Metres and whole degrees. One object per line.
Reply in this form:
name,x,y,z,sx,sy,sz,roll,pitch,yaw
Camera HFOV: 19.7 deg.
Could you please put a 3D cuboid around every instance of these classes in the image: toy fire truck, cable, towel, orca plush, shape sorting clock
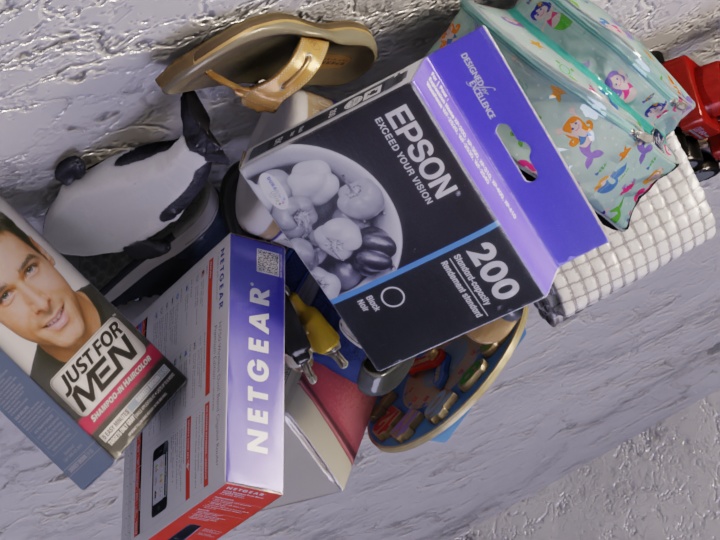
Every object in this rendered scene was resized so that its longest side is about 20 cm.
toy fire truck,0.341,-0.174,1.843,0.198,0.130,0.176,-19,167,21
cable,-0.083,0.012,1.647,0.096,0.202,0.050,-23,-164,-8
towel,0.182,-0.077,1.734,0.165,0.201,0.086,-27,175,-11
orca plush,-0.164,-0.079,1.532,0.105,0.071,0.200,30,138,-12
shape sorting clock,0.078,0.086,1.911,0.200,0.039,0.201,-44,-159,22

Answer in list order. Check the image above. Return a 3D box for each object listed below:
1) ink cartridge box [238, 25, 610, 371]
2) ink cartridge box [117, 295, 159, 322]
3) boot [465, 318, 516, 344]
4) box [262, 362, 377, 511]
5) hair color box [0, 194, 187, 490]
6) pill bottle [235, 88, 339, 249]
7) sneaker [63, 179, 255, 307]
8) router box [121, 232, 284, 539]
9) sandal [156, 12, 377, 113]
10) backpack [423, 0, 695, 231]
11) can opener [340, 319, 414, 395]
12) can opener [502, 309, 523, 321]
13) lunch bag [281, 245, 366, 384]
ink cartridge box,0.048,-0.045,1.470,0.199,0.199,0.044,-26,-154,18
ink cartridge box,-0.152,0.049,1.776,0.144,0.048,0.200,-24,-166,3
boot,0.106,-0.002,1.906,0.070,0.203,0.144,17,152,-13
box,-0.065,0.112,1.935,0.127,0.109,0.201,-16,-146,32
hair color box,-0.234,0.051,1.509,0.061,0.200,0.099,-42,-174,47
pill bottle,0.014,-0.056,1.572,0.198,0.117,0.116,18,148,-18
sneaker,-0.170,0.012,1.689,0.201,0.077,0.146,-29,147,15
router box,-0.120,0.101,1.558,0.048,0.202,0.179,14,150,-27
sandal,-0.055,-0.139,1.459,0.199,0.054,0.080,-6,156,-48
backpack,0.143,-0.130,1.559,0.199,0.178,0.151,13,117,-53
can opener,0.052,0.035,1.644,0.199,0.052,0.067,-29,142,-48
can opener,0.129,-0.051,1.800,0.052,0.202,0.066,-6,150,37
lunch bag,0.000,0.000,1.761,0.201,0.132,0.136,-55,166,-13
